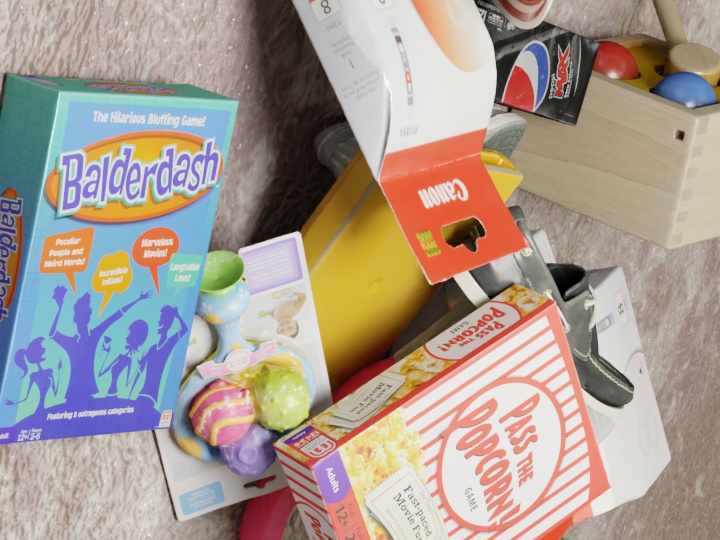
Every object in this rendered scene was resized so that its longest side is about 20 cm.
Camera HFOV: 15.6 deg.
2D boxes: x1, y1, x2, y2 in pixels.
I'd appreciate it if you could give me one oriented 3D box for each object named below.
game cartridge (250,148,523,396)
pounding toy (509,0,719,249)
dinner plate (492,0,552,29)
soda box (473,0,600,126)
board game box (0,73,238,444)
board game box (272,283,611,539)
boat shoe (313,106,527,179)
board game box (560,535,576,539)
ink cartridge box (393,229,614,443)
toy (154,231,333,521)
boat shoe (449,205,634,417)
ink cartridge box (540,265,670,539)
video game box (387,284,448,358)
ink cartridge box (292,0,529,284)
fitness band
[{"bbox_3d":[0.000,0.000,1.689,0.200,0.032,0.176,-51,156,17],"label":"game cartridge"},{"bbox_3d":[0.221,-0.125,1.940,0.200,0.184,0.142,-14,121,-49],"label":"pounding toy"},{"bbox_3d":[0.093,-0.250,1.630,0.024,0.200,0.201,-13,125,-14],"label":"dinner plate"},{"bbox_3d":[0.088,-0.148,1.785,0.200,0.071,0.063,10,98,-60],"label":"soda box"},{"bbox_3d":[-0.150,-0.007,1.474,0.152,0.045,0.200,-3,108,-52],"label":"board game box"},{"bbox_3d":[0.055,0.124,1.664,0.200,0.046,0.152,-33,122,-23],"label":"board game box"},{"bbox_3d":[0.045,-0.082,1.760,0.202,0.065,0.075,-20,146,-54],"label":"boat shoe"},{"bbox_3d":[0.155,0.228,1.892,0.126,0.200,0.035,0,108,-59],"label":"board game box"},{"bbox_3d":[0.087,0.084,1.789,0.200,0.047,0.160,-38,113,-46],"label":"ink cartridge box"},{"bbox_3d":[-0.071,0.077,1.614,0.115,0.047,0.200,-18,128,-9],"label":"toy"},{"bbox_3d":[0.133,0.032,1.747,0.068,0.072,0.200,-42,129,4],"label":"boat shoe"},{"bbox_3d":[0.166,0.101,1.938,0.200,0.057,0.163,-42,119,-66],"label":"ink cartridge box"},{"bbox_3d":[0.068,0.101,1.922,0.182,0.047,0.200,29,81,-58],"label":"video game box"},{"bbox_3d":[0.045,-0.101,1.594,0.200,0.050,0.162,62,27,4],"label":"ink cartridge box"},{"bbox_3d":[0.004,0.150,1.784,0.200,0.037,0.144,-49,132,-8],"label":"fitness band"}]
